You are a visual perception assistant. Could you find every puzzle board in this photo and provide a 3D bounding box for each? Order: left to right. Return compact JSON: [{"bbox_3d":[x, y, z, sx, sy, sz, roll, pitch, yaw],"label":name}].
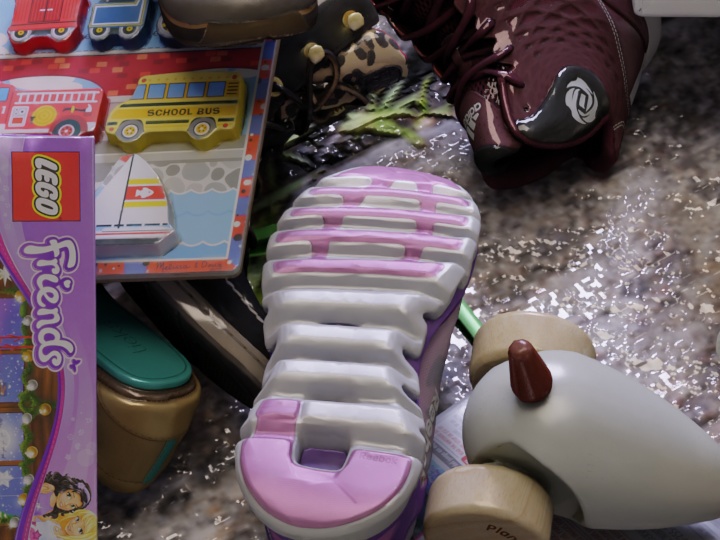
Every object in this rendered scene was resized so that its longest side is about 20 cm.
[{"bbox_3d":[-0.134,-0.060,1.217,0.199,0.017,0.151,-2,54,14],"label":"puzzle board"}]

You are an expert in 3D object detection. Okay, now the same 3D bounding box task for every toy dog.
[{"bbox_3d":[0.120,0.061,1.132,0.199,0.097,0.133,-8,61,-6],"label":"toy dog"}]

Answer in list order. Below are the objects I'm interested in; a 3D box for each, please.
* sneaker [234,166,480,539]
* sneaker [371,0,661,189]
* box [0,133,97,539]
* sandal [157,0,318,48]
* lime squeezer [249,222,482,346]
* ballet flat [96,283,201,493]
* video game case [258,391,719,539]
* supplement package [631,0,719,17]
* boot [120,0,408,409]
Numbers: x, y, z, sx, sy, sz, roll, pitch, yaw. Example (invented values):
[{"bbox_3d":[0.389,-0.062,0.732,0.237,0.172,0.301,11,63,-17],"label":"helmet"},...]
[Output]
[{"bbox_3d":[-0.001,0.046,1.160,0.080,0.089,0.201,5,46,10],"label":"sneaker"},{"bbox_3d":[0.042,-0.104,1.295,0.199,0.076,0.116,24,56,-20],"label":"sneaker"},{"bbox_3d":[-0.168,0.049,1.130,0.136,0.039,0.202,-1,89,-14],"label":"box"},{"bbox_3d":[-0.069,-0.148,1.225,0.081,0.055,0.200,-13,29,-9],"label":"sandal"},{"bbox_3d":[0.000,0.000,1.257,0.199,0.038,0.071,20,37,28],"label":"lime squeezer"},{"bbox_3d":[-0.138,0.018,1.237,0.068,0.063,0.200,-8,39,-36],"label":"ballet flat"},{"bbox_3d":[0.063,0.141,1.150,0.182,0.024,0.200,-33,56,-24],"label":"video game case"},{"bbox_3d":[0.191,-0.216,1.336,0.151,0.152,0.200,1,26,1],"label":"supplement package"},{"bbox_3d":[-0.045,-0.050,1.246,0.150,0.073,0.200,-36,59,-10],"label":"boot"}]
